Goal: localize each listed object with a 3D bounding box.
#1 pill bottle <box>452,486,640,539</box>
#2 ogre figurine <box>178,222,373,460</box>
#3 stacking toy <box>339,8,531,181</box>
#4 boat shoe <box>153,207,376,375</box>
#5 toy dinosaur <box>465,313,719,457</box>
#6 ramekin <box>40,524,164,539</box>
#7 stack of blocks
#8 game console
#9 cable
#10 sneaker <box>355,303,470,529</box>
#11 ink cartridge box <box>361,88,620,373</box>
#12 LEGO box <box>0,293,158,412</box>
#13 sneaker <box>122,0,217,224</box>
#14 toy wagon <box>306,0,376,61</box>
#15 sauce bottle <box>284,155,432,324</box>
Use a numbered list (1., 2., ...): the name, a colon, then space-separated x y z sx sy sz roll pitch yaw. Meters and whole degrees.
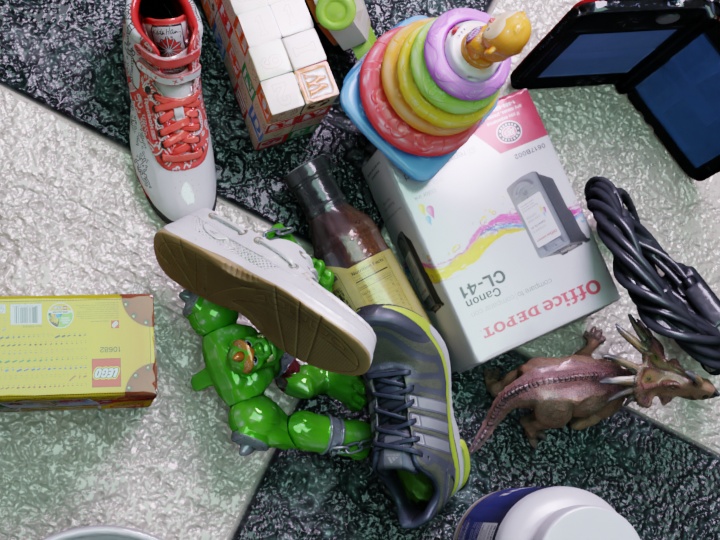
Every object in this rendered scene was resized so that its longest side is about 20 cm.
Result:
1. pill bottle: 0.147 0.225 1.091 0.111 0.200 0.111 2 80 -11
2. ogre figurine: -0.071 0.070 1.134 0.120 0.098 0.200 -17 100 -31
3. stacking toy: 0.073 -0.154 1.050 0.110 0.200 0.116 45 71 -8
4. boat shoe: -0.063 0.006 1.072 0.200 0.071 0.069 31 51 16
5. toy dinosaur: 0.178 0.094 1.152 0.200 0.136 0.086 -15 84 -13
6. ramekin: -0.199 0.295 1.061 0.200 0.105 0.201 2 81 -10
7. stack of blocks: -0.088 -0.214 1.162 0.058 0.115 0.200 -19 84 -14
8. game console: 0.237 -0.145 1.170 0.172 0.200 0.119 -5 81 -12
9. cable: 0.243 0.007 1.168 0.051 0.163 0.200 -39 77 21
10. sneaker: 0.037 0.117 1.105 0.074 0.081 0.200 -9 117 24
11. ink cartridge box: 0.110 -0.033 1.187 0.147 0.086 0.200 -23 84 -14
12. LEGO box: -0.259 0.066 1.065 0.200 0.149 0.077 -1 81 -11
13. sneaker: -0.157 -0.139 1.139 0.067 0.108 0.202 -8 83 -12
14. toy wagon: -0.024 -0.244 1.164 0.040 0.155 0.200 -20 112 12
15. sauce bottle: 0.000 0.000 1.172 0.066 0.066 0.200 -27 84 -14
